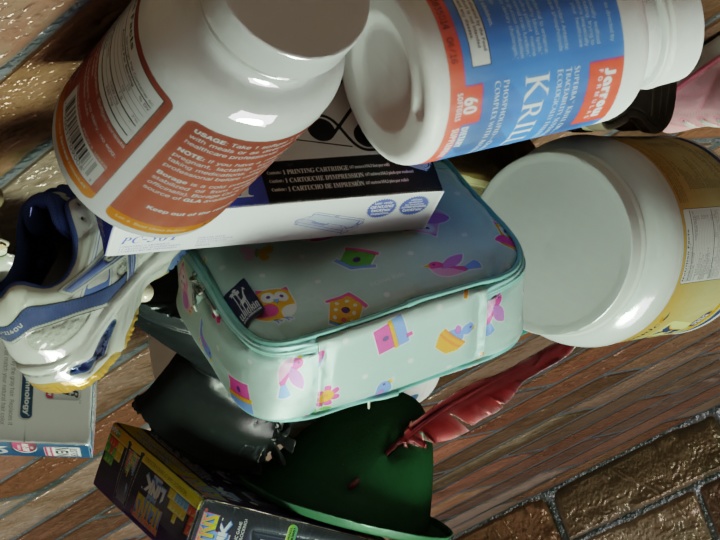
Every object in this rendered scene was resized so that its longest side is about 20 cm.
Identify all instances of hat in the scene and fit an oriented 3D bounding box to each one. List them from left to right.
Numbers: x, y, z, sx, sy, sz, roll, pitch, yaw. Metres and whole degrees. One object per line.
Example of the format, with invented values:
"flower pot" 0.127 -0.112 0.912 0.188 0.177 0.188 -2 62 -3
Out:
"hat" 0.021 0.097 1.746 0.199 0.177 0.165 13 -174 -42

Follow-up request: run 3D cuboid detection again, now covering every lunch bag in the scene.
"lunch bag" -0.013 0.002 1.404 0.199 0.161 0.077 -16 135 -20

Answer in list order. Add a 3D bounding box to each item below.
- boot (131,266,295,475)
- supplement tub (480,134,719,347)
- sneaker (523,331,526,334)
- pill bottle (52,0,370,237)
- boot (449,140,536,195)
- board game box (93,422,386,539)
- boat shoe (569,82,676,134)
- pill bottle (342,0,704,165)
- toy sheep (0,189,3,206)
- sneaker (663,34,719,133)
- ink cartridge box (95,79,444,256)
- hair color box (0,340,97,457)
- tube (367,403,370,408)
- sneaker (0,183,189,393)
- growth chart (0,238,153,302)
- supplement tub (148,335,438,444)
"boot" -0.120 0.061 1.646 0.197 0.074 0.163 23 139 -10
"supplement tub" 0.175 -0.022 1.604 0.144 0.145 0.200 -28 168 30
"sneaker" 0.097 -0.002 1.854 0.083 0.121 0.200 -20 167 -3
"pill bottle" -0.076 -0.103 1.203 0.112 0.113 0.200 -12 165 -33
"boot" 0.038 -0.049 1.669 0.155 0.073 0.200 -30 158 29
"board game box" -0.092 0.184 1.753 0.165 0.057 0.200 16 -175 -27
"boat shoe" 0.163 -0.130 1.589 0.068 0.072 0.200 3 -177 25
"pill bottle" 0.098 -0.133 1.350 0.199 0.113 0.112 -14 166 -26
"toy sheep" -0.285 0.009 1.316 0.199 0.138 0.138 -30 165 17
"sneaker" 0.289 -0.121 1.713 0.075 0.105 0.200 -14 167 -34
"ink cartridge box" -0.060 -0.065 1.346 0.199 0.094 0.044 -6 149 -22
"hair color box" -0.267 0.064 1.472 0.199 0.101 0.061 3 167 -4
"tube" 0.000 0.000 1.596 0.058 0.052 0.201 -38 143 -29
"sneaker" -0.151 -0.028 1.354 0.075 0.201 0.088 -5 136 34
"growth chart" -0.235 0.010 1.506 0.144 0.018 0.200 -13 160 31
"supplement tub" -0.051 0.058 1.817 0.199 0.145 0.145 -14 165 -26
